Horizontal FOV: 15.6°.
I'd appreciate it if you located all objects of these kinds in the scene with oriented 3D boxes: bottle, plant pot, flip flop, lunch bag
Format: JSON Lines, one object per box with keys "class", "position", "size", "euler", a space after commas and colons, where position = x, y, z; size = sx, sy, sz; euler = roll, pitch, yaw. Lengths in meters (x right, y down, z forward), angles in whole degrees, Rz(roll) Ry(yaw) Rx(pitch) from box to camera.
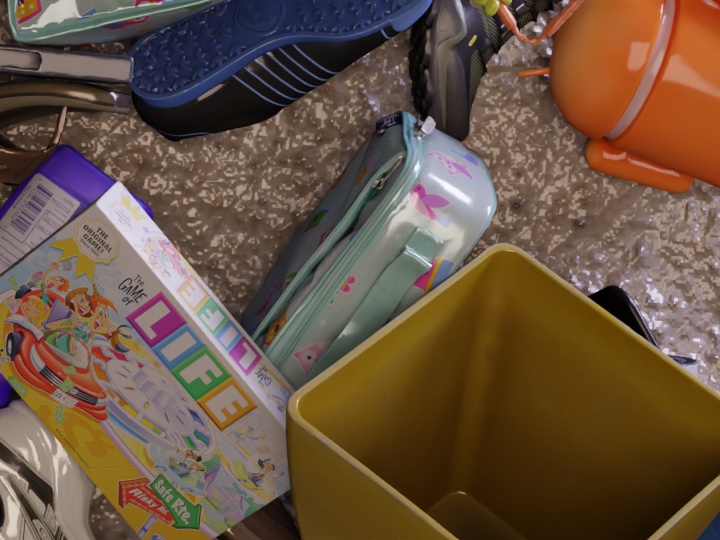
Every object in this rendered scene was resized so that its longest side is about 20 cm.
{"class": "bottle", "position": [-0.213, 0.022, 1.610], "size": [0.083, 0.065, 0.200], "euler": [36, 87, 2]}
{"class": "plant pot", "position": [0.080, 0.141, 1.508], "size": [0.200, 0.177, 0.200], "euler": [37, 50, 22]}
{"class": "flip flop", "position": [-0.229, -0.074, 1.578], "size": [0.200, 0.081, 0.058], "euler": [-14, 87, 10]}
{"class": "lunch bag", "position": [-0.120, -0.206, 1.557], "size": [0.200, 0.170, 0.122], "euler": [-16, 97, -4]}
{"class": "lunch bag", "position": [0.000, 0.000, 1.585], "size": [0.077, 0.160, 0.200], "euler": [33, 104, -8]}

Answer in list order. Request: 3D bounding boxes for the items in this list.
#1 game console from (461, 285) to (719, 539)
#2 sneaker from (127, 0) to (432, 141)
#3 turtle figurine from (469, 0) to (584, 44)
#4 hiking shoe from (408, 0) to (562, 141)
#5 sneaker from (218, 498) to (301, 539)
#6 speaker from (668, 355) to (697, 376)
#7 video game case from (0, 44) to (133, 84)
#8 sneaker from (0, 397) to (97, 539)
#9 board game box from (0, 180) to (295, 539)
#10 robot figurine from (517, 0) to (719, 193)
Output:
{"class": "game console", "position": [0.134, 0.130, 1.587], "size": [0.176, 0.116, 0.200], "euler": [-29, 87, 12]}
{"class": "sneaker", "position": [-0.046, -0.139, 1.617], "size": [0.200, 0.078, 0.070], "euler": [-20, 66, 0]}
{"class": "turtle figurine", "position": [0.082, -0.247, 1.587], "size": [0.161, 0.064, 0.200], "euler": [20, 88, -4]}
{"class": "hiking shoe", "position": [0.090, -0.173, 1.645], "size": [0.100, 0.076, 0.200], "euler": [10, 91, -7]}
{"class": "sneaker", "position": [-0.091, 0.110, 1.630], "size": [0.200, 0.070, 0.076], "euler": [44, 80, -12]}
{"class": "speaker", "position": [0.174, 0.156, 1.681], "size": [0.081, 0.081, 0.200], "euler": [0, 93, -10]}
{"class": "video game case", "position": [-0.239, -0.128, 1.557], "size": [0.200, 0.143, 0.019], "euler": [4, 93, -10]}
{"class": "sneaker", "position": [-0.200, 0.178, 1.608], "size": [0.088, 0.076, 0.200], "euler": [-19, 100, -24]}
{"class": "board game box", "position": [-0.126, 0.063, 1.537], "size": [0.134, 0.034, 0.200], "euler": [-35, 98, 32]}
{"class": "robot figurine", "position": [0.205, -0.121, 1.648], "size": [0.200, 0.144, 0.117], "euler": [20, 74, -10]}
